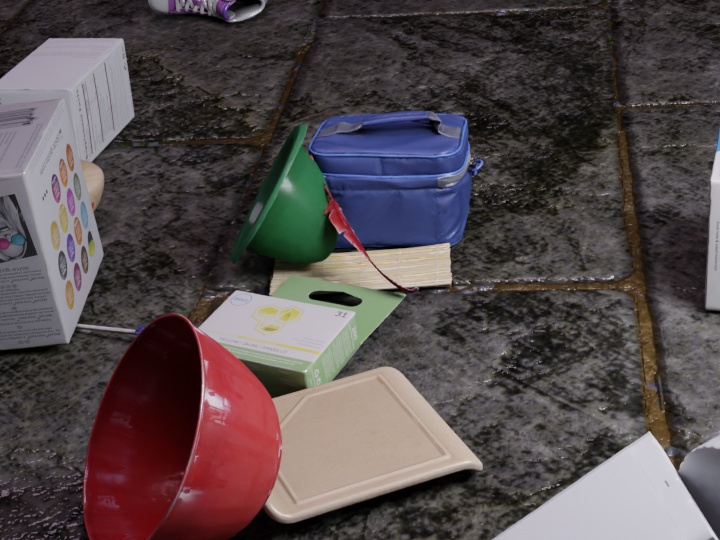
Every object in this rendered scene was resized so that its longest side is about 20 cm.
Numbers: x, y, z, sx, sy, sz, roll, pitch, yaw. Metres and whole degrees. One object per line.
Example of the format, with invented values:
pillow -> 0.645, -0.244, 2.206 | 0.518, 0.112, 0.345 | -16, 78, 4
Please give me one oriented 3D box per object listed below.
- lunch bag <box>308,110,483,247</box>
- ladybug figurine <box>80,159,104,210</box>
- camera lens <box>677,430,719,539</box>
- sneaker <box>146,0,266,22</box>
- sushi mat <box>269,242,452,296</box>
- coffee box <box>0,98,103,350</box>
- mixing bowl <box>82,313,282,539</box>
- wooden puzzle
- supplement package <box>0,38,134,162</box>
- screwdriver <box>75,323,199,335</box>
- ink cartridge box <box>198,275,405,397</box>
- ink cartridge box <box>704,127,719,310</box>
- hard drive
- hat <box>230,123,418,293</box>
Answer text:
lunch bag -> 0.041, -0.112, 1.759 | 0.198, 0.133, 0.136 | -1, 27, 9
ladybug figurine -> -0.388, -0.070, 1.819 | 0.199, 0.072, 0.135 | -25, 33, -35
camera lens -> 0.351, 0.165, 1.131 | 0.199, 0.161, 0.160 | -17, 29, -22
sneaker -> -0.251, -0.443, 2.530 | 0.199, 0.073, 0.115 | -6, 30, -2
sushi mat -> 0.000, 0.000, 1.680 | 0.198, 0.012, 0.096 | -4, 28, 2
coffee box -> -0.400, -0.044, 1.626 | 0.198, 0.199, 0.200 | -6, 27, 6
mixing bowl -> -0.134, 0.147, 1.261 | 0.108, 0.201, 0.200 | 20, 13, -30
wooden puzzle -> -0.017, 0.154, 1.364 | 0.199, 0.038, 0.185 | -10, 27, -20
supplement package -> -0.394, -0.223, 2.070 | 0.116, 0.118, 0.200 | 3, 27, 13
screwdriver -> -0.242, 0.059, 1.591 | 0.199, 0.029, 0.028 | 9, 30, 25
ink cartridge box -> -0.063, 0.049, 1.544 | 0.145, 0.048, 0.200 | 10, 37, 28
ink cartridge box -> 0.451, -0.049, 1.549 | 0.198, 0.146, 0.147 | 4, 27, 16
hard drive -> 0.151, 0.212, 1.115 | 0.199, 0.026, 0.132 | -36, 27, 8
hat -> -0.030, -0.038, 1.685 | 0.175, 0.166, 0.201 | 27, 44, -9
